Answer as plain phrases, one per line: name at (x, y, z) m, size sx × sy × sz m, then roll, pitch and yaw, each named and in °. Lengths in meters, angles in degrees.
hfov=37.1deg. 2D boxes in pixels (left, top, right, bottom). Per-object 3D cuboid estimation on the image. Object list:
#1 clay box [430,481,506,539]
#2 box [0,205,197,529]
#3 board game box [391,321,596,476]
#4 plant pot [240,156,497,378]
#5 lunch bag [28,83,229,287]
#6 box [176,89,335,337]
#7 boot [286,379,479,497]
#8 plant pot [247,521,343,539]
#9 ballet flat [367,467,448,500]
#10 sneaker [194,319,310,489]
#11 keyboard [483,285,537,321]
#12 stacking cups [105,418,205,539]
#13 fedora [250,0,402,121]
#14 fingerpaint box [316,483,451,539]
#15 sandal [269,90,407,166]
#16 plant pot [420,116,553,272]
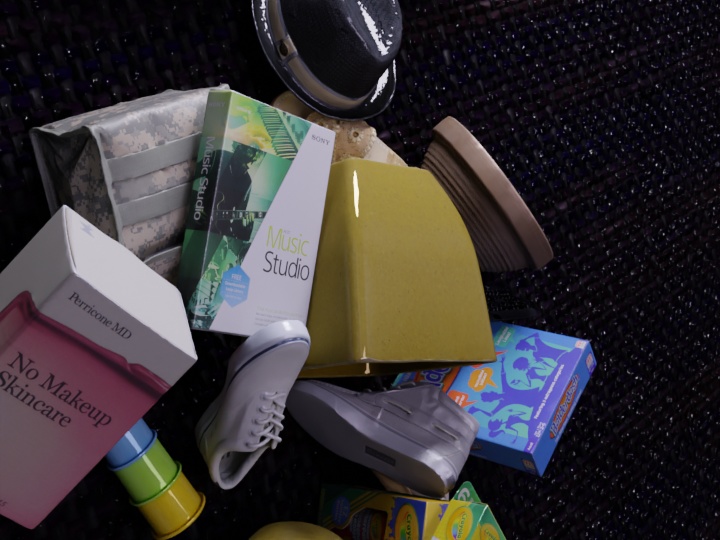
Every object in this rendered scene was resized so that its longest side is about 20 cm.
clay box at (0.094, 0.311, 1.006) m, size 0.201 × 0.047 × 0.116 m, roll -56°, pitch 130°, yaw -34°
box at (-0.242, 0.077, 0.834) m, size 0.200 × 0.109 × 0.127 m, roll -45°, pitch 123°, yaw 9°
board game box at (0.138, 0.128, 1.182) m, size 0.153 × 0.197 × 0.045 m, roll -56°, pitch 137°, yaw -29°
plant pot at (0.000, 0.000, 1.079) m, size 0.193 × 0.192 × 0.205 m, roll 3°, pitch 80°, yaw -42°
lunch bag at (-0.183, -0.047, 0.958) m, size 0.163 × 0.116 × 0.204 m, roll -26°, pitch 112°, yaw -44°
box at (-0.091, -0.042, 0.950) m, size 0.143 × 0.036 × 0.204 m, roll 13°, pitch 84°, yaw -52°
boot at (0.024, 0.149, 1.111) m, size 0.096 × 0.198 × 0.074 m, roll -52°, pitch 164°, yaw -39°
plant pot at (-0.067, 0.327, 1.014) m, size 0.200 × 0.198 × 0.144 m, roll 45°, pitch 36°, yaw -31°
ballet flat at (0.062, 0.239, 1.190) m, size 0.201 × 0.062 × 0.069 m, roll 55°, pitch 24°, yaw -25°
sneaker at (-0.091, 0.126, 0.977) m, size 0.072 × 0.201 × 0.071 m, roll -4°, pitch 52°, yaw -34°
keyboard at (0.122, 0.022, 1.223) m, size 0.198 × 0.103 × 0.040 m, roll 1°, pitch 113°, yaw -53°
stacking cups at (-0.216, 0.148, 0.954) m, size 0.061 × 0.060 × 0.202 m, roll -47°, pitch 116°, yaw -33°
fedora at (-0.017, -0.260, 1.103) m, size 0.198 × 0.091 × 0.205 m, roll 16°, pitch 63°, yaw -33°
fingerpaint box at (0.022, 0.328, 1.089) m, size 0.073 × 0.165 × 0.204 m, roll 14°, pitch 79°, yaw -40°
sandal at (0.001, -0.136, 1.159) m, size 0.210 × 0.069 × 0.079 m, roll 32°, pitch 67°, yaw -37°
plant pot at (0.124, -0.067, 1.222) m, size 0.092 × 0.201 × 0.202 m, roll -37°, pitch 118°, yaw 3°
